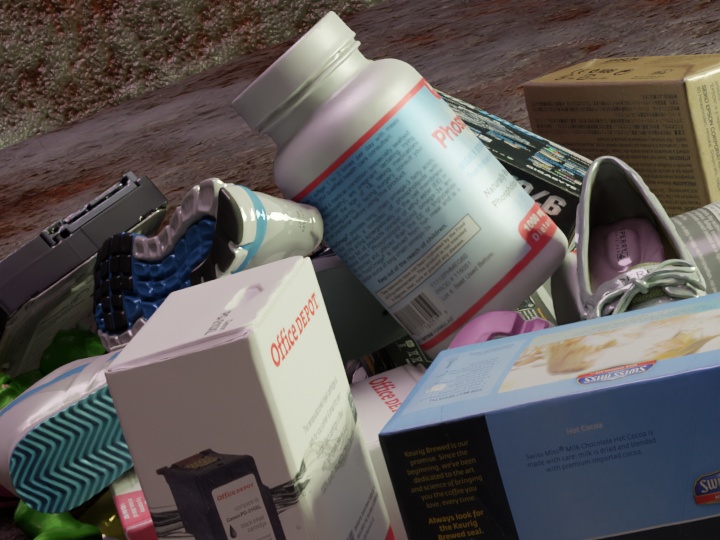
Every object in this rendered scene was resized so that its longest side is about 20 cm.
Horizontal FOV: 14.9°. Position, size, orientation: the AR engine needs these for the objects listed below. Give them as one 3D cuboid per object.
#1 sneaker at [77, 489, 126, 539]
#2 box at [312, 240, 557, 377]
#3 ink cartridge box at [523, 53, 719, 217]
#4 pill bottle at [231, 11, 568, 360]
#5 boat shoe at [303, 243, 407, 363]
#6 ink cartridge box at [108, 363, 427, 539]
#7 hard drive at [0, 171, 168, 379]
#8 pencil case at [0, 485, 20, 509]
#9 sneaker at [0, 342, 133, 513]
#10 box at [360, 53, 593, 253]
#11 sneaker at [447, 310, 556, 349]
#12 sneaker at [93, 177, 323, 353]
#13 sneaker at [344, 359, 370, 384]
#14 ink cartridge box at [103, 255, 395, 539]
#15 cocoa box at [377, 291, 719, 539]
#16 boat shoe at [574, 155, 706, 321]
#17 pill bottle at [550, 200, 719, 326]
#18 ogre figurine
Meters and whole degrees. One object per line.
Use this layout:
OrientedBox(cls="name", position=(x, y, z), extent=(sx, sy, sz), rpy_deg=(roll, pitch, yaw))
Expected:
OrientedBox(cls="sneaker", position=(-0.109, 0.112, 1.745), extent=(0.200, 0.077, 0.075), rpy_deg=(-36, 20, -21))
OrientedBox(cls="box", position=(0.069, 0.020, 1.790), extent=(0.157, 0.049, 0.200), rpy_deg=(-11, 35, -14))
OrientedBox(cls="ink cartridge box", position=(0.208, -0.062, 1.900), extent=(0.075, 0.166, 0.200), rpy_deg=(-21, 13, -27))
OrientedBox(cls="pill bottle", position=(0.020, -0.052, 1.625), extent=(0.109, 0.200, 0.109), rpy_deg=(-42, 4, 4))
OrientedBox(cls="boat shoe", position=(0.000, 0.000, 1.724), extent=(0.199, 0.071, 0.091), rpy_deg=(-14, 34, -29))
OrientedBox(cls="ink cartridge box", position=(-0.035, 0.132, 1.575), extent=(0.199, 0.085, 0.146), rpy_deg=(-20, 12, -6))
OrientedBox(cls="hard drive", position=(-0.202, 0.027, 1.775), extent=(0.140, 0.038, 0.200), rpy_deg=(-38, -12, -32))
OrientedBox(cls="pencil case", position=(-0.240, 0.119, 1.892), extent=(0.199, 0.094, 0.091), rpy_deg=(-17, 45, 7))
OrientedBox(cls="sneaker", position=(-0.126, 0.069, 1.596), extent=(0.199, 0.077, 0.081), rpy_deg=(-23, 21, -22))
OrientedBox(cls="box", position=(0.057, -0.077, 1.755), extent=(0.199, 0.046, 0.159), rpy_deg=(25, 12, 6))
OrientedBox(cls="sneaker", position=(0.146, 0.085, 1.556), extent=(0.199, 0.089, 0.081), rpy_deg=(11, 46, 21))
OrientedBox(cls="sneaker", position=(-0.090, 0.003, 1.637), extent=(0.086, 0.075, 0.200), rpy_deg=(0, -15, -34))
OrientedBox(cls="sneaker", position=(0.025, 0.056, 1.865), extent=(0.090, 0.067, 0.200), rpy_deg=(-5, 19, 35))
OrientedBox(cls="ink cartridge box", position=(-0.048, 0.111, 1.411), extent=(0.084, 0.201, 0.145), rpy_deg=(-14, 12, 13))
OrientedBox(cls="cocoa box", position=(0.130, 0.099, 1.379), extent=(0.199, 0.132, 0.133), rpy_deg=(-13, 13, 20))
OrientedBox(cls="boat shoe", position=(0.151, 0.004, 1.517), extent=(0.074, 0.065, 0.202), rpy_deg=(-12, 26, 6))
OrientedBox(cls="pill bottle", position=(0.224, 0.017, 1.654), extent=(0.199, 0.117, 0.116), rpy_deg=(-18, 12, -6))
OrientedBox(cls="ogre figurine", position=(-0.191, 0.115, 1.691), extent=(0.120, 0.201, 0.098), rpy_deg=(41, 13, 36))
